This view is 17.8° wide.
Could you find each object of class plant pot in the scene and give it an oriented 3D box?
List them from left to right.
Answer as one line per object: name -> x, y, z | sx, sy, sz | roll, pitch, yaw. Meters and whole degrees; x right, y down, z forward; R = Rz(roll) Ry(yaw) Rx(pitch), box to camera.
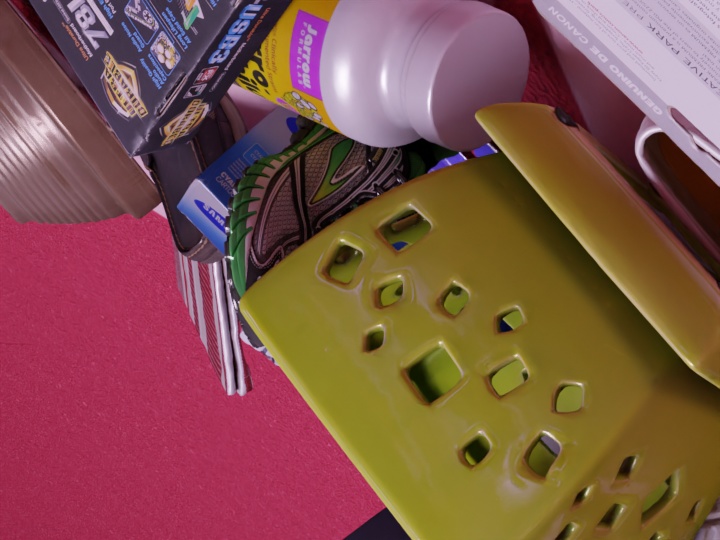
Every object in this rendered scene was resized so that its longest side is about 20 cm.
plant pot -> -0.232, -0.099, 1.584 | 0.201, 0.093, 0.201 | 51, 178, 3
plant pot -> 0.093, 0.042, 1.120 | 0.199, 0.181, 0.200 | 51, -168, 27

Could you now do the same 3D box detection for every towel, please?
towel -> -0.102, -0.020, 1.496 | 0.200, 0.023, 0.145 | -123, 24, -64

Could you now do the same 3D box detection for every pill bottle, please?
pill bottle -> -0.009, -0.128, 1.193 | 0.199, 0.104, 0.105 | 26, 151, 40

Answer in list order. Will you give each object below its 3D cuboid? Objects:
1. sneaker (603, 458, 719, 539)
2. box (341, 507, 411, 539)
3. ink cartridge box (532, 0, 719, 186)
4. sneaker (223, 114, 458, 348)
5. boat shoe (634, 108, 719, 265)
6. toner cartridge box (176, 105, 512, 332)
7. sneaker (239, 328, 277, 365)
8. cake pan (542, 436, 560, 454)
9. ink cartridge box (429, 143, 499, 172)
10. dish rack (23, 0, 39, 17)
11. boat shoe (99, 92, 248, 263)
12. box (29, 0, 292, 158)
sneaker -> 0.162, 0.110, 1.246 | 0.077, 0.201, 0.091 | -5, 155, 13
box -> 0.087, 0.248, 1.384 | 0.200, 0.117, 0.197 | 54, 180, -17
ink cartridge box -> 0.183, -0.102, 0.919 | 0.200, 0.084, 0.176 | 45, 158, 4
sneaker -> -0.010, -0.037, 1.215 | 0.085, 0.200, 0.078 | 10, 138, 25
boat shoe -> 0.200, -0.002, 1.057 | 0.071, 0.070, 0.200 | -37, 94, 38
toner cartridge box -> 0.000, 0.000, 1.302 | 0.200, 0.095, 0.043 | 45, 149, 2
sneaker -> -0.026, 0.031, 1.406 | 0.071, 0.073, 0.200 | 29, 175, 4
cake pan -> 0.098, 0.116, 1.450 | 0.199, 0.037, 0.200 | 26, 159, 10
ink cartridge box -> 0.031, -0.037, 1.363 | 0.198, 0.043, 0.200 | 45, 157, 3
dish rack -> -0.192, -0.218, 1.438 | 0.153, 0.055, 0.201 | 33, 157, 32
boat shoe -> -0.120, -0.095, 1.361 | 0.074, 0.073, 0.201 | -43, 53, 45
box -> -0.111, -0.195, 1.167 | 0.201, 0.050, 0.199 | 56, 136, 17
